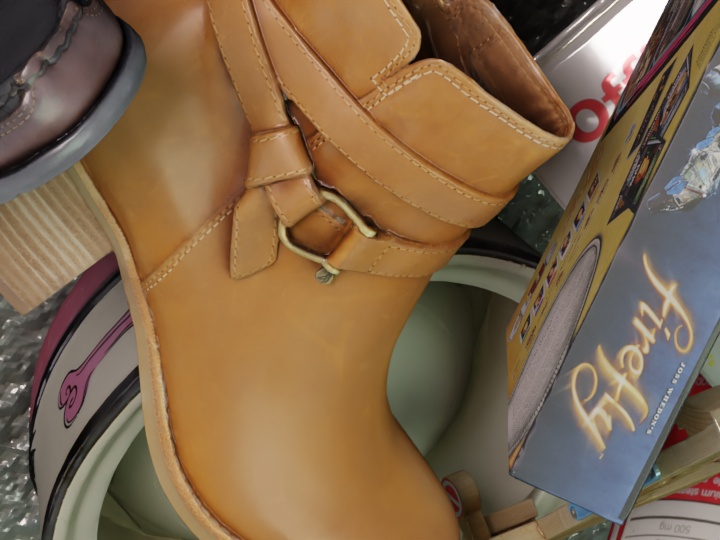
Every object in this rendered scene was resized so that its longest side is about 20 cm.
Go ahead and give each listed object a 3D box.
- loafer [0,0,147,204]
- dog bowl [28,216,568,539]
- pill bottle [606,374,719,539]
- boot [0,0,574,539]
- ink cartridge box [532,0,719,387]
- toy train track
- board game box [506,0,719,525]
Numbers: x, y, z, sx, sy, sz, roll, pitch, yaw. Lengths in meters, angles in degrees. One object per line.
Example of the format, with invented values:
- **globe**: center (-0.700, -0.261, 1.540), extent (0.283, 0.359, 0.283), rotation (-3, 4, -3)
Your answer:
- **loafer**: center (-0.134, -0.055, 0.686), extent (0.063, 0.199, 0.072), rotation (51, 61, -33)
- **dog bowl**: center (-0.019, 0.047, 0.927), extent (0.199, 0.074, 0.201), rotation (-17, 137, -16)
- **pill bottle**: center (0.138, 0.103, 0.972), extent (0.112, 0.112, 0.201), rotation (41, 61, -47)
- **boot**: center (0.000, 0.000, 0.764), extent (0.154, 0.074, 0.200), rotation (-32, 115, 28)
- **ink cartridge box**: center (0.156, -0.023, 0.872), extent (0.145, 0.200, 0.083), rotation (-40, -178, 9)
- **toy train track**: center (0.071, 0.057, 0.857), extent (0.114, 0.033, 0.200), rotation (-19, 171, -23)
- **board game box**: center (0.096, -0.046, 0.760), extent (0.034, 0.136, 0.201), rotation (24, 104, -3)
